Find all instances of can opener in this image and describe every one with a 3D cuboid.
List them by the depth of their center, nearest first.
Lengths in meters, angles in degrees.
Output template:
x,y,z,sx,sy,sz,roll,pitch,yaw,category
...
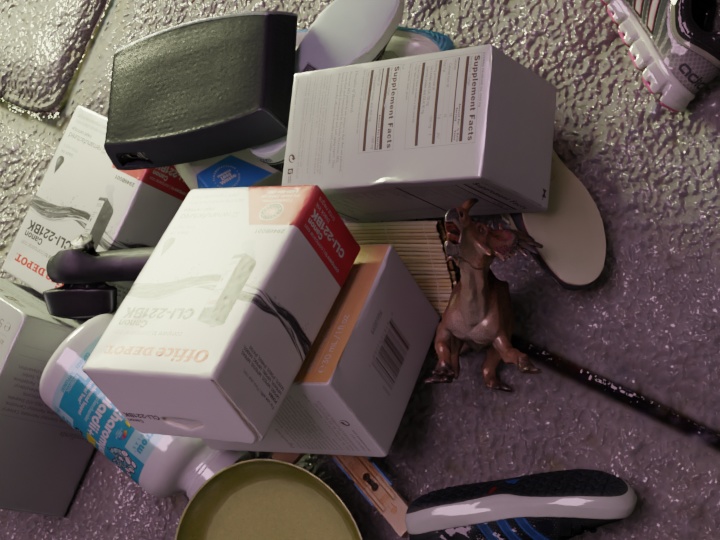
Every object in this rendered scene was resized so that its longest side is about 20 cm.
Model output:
x,y,z,sx,sy,sz,roll,pitch,yaw,category
-0.219,-0.003,1.339,0.199,0.063,0.079,-8,108,12,can opener

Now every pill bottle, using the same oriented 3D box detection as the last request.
x,y,z,sx,sy,sz,roll,pitch,yaw,category
-0.201,0.140,1.301,0.200,0.111,0.111,37,98,14,pill bottle

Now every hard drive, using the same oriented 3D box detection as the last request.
x,y,z,sx,sy,sz,roll,pitch,yaw,category
-0.153,-0.170,1.263,0.199,0.042,0.135,-8,69,29,hard drive

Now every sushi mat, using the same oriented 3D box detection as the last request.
x,y,z,sx,sy,sz,roll,pitch,yaw,category
0.000,0.000,1.252,0.199,0.012,0.096,0,112,36,sushi mat

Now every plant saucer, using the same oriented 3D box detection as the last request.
x,y,z,sx,sy,sz,roll,pitch,yaw,category
-0.076,0.267,1.217,0.199,0.031,0.201,-1,88,26,plant saucer

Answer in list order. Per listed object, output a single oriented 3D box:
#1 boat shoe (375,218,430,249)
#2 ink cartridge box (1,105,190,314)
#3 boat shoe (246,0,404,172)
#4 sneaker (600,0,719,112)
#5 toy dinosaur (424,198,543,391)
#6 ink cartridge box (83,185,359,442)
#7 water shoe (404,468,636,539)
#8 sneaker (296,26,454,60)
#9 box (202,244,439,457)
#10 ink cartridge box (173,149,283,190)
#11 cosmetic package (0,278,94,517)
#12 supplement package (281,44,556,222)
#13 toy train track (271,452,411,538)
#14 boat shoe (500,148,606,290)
x,y,z,sx,sy,sz,roll,pitch,yaw,category
0.048,-0.111,1.251,0.062,0.072,0.201,23,91,30,boat shoe
-0.274,-0.055,1.450,0.144,0.084,0.201,25,90,36,ink cartridge box
-0.022,-0.174,1.255,0.074,0.068,0.200,35,92,32,boat shoe
0.254,-0.234,1.150,0.087,0.074,0.200,-32,64,23,sneaker
0.101,0.025,1.135,0.086,0.200,0.136,4,76,-1,toy dinosaur
-0.111,0.032,1.112,0.144,0.084,0.200,0,51,36,ink cartridge box
0.134,0.211,1.105,0.199,0.071,0.079,-11,97,30,water shoe
0.003,-0.196,1.319,0.199,0.076,0.081,0,92,35,sneaker
-0.056,0.070,1.198,0.199,0.106,0.153,-3,48,34,box
-0.140,-0.147,1.349,0.116,0.067,0.200,-31,66,-15,ink cartridge box
-0.371,0.124,1.409,0.167,0.166,0.201,25,91,37,cosmetic package
0.049,-0.109,1.138,0.199,0.114,0.110,-2,77,36,supplement package
-0.008,0.164,1.228,0.115,0.033,0.200,-50,55,9,toy train track
0.148,-0.062,1.176,0.200,0.071,0.063,65,154,25,boat shoe
